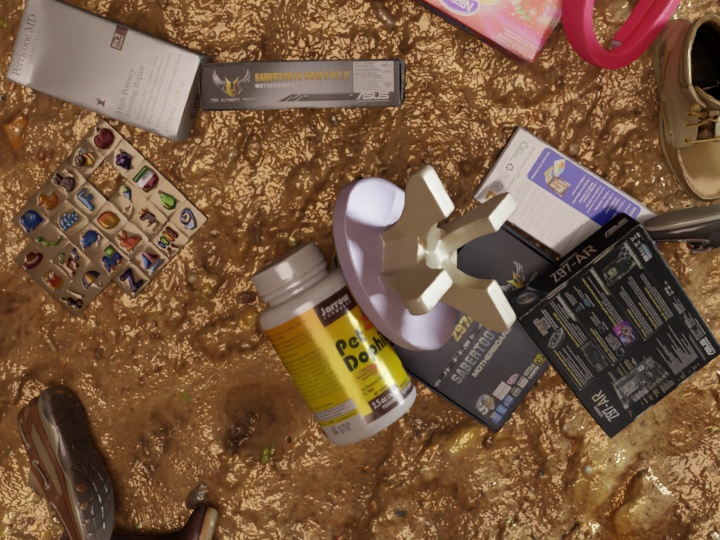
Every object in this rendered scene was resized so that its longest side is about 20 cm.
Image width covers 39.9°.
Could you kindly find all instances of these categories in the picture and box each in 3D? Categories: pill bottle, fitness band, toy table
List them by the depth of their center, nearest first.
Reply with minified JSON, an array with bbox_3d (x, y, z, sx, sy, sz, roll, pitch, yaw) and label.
[{"bbox_3d":[0.071,-0.012,0.997,0.117,0.184,0.200,-10,130,47],"label":"toy table"},{"bbox_3d":[0.274,-0.300,0.999,0.200,0.037,0.144,-56,137,-5],"label":"fitness band"},{"bbox_3d":[-0.032,0.074,1.037,0.109,0.109,0.200,-29,97,9],"label":"pill bottle"}]

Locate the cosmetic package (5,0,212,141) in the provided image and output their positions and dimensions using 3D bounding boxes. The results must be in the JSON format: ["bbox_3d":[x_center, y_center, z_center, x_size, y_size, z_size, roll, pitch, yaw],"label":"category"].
[{"bbox_3d":[-0.273,-0.222,1.086,0.200,0.074,0.102,19,100,-1],"label":"cosmetic package"}]

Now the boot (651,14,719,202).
[{"bbox_3d":[0.354,-0.159,1.008,0.073,0.155,0.200,-11,100,6],"label":"boot"}]

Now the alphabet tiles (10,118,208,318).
[{"bbox_3d":[-0.303,-0.047,1.153,0.167,0.008,0.200,44,101,-4],"label":"alphabet tiles"}]

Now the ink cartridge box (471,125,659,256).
[{"bbox_3d":[0.231,-0.068,1.096,0.200,0.037,0.095,33,100,1],"label":"ink cartridge box"}]

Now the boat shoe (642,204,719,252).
[{"bbox_3d":[0.398,-0.044,1.057,0.200,0.067,0.057,-12,102,-10],"label":"boat shoe"}]

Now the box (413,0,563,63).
[{"bbox_3d":[0.112,-0.303,1.024,0.200,0.103,0.095,29,101,-5],"label":"box"}]

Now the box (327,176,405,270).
[{"bbox_3d":[0.000,0.000,1.110,0.070,0.064,0.200,15,101,2],"label":"box"}]

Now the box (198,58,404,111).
[{"bbox_3d":[-0.053,-0.195,1.031,0.199,0.158,0.048,0,102,5],"label":"box"}]

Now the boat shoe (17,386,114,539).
[{"bbox_3d":[-0.349,0.240,1.167,0.072,0.076,0.200,-24,76,17],"label":"boat shoe"}]

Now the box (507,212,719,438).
[{"bbox_3d":[0.277,0.062,1.071,0.160,0.044,0.200,-39,114,4],"label":"box"}]

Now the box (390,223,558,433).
[{"bbox_3d":[0.147,0.058,1.116,0.158,0.051,0.200,35,100,-2],"label":"box"}]

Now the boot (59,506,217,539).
[{"bbox_3d":[-0.277,0.339,1.186,0.166,0.072,0.200,28,104,-3],"label":"boot"}]
